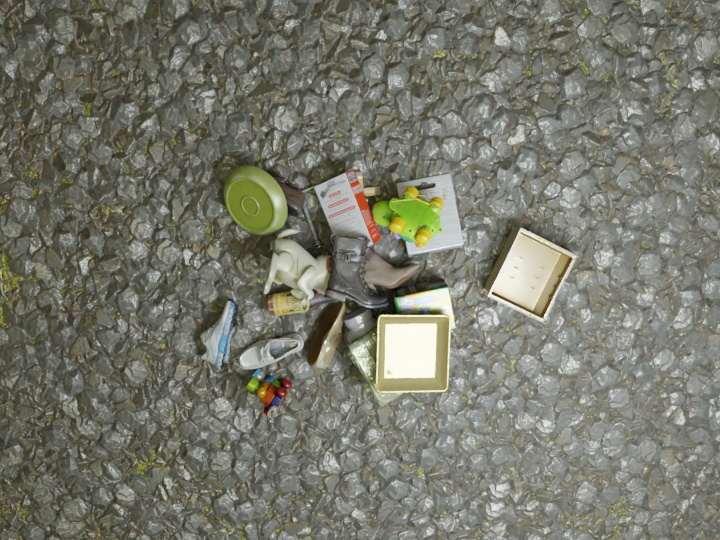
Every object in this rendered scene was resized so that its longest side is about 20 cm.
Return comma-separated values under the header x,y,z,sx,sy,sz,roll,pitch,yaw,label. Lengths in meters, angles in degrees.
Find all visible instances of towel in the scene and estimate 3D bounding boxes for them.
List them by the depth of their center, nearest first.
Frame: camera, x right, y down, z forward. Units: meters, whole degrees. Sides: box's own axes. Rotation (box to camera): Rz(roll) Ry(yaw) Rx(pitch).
x,y,z,sx,sy,sz,roll,pitch,yaw,label
0.065,0.249,1.415,0.147,0.036,0.203,-32,99,-10,towel

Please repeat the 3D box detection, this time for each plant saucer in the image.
x,y,z,sx,sy,sz,roll,pitch,yaw,label
0.134,0.213,1.378,0.195,0.048,0.206,1,95,-7,plant saucer
-0.290,-0.178,1.412,0.195,0.031,0.204,11,123,17,plant saucer

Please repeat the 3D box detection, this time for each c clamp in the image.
x,y,z,sx,sy,sz,roll,pitch,yaw,label
-0.161,-0.124,1.472,0.167,0.027,0.205,-15,98,2,c clamp

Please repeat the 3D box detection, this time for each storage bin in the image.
x,y,z,sx,sy,sz,roll,pitch,yaw,label
0.472,0.013,1.462,0.195,0.094,0.204,24,98,-4,storage bin

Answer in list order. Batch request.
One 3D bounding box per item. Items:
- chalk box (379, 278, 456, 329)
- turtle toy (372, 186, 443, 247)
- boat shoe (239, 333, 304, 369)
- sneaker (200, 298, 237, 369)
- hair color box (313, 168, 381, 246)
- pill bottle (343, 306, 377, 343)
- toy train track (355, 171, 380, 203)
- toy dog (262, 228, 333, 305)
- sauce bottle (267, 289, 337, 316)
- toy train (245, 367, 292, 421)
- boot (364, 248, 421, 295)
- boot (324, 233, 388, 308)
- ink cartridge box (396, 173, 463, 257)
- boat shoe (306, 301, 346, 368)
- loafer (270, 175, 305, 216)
x,y,z,sx,sy,sz,roll,pitch,yaw,label
0.152,0.111,1.461,0.195,0.125,0.127,-13,99,3,chalk box
0.124,-0.137,1.397,0.196,0.102,0.148,23,62,8,turtle toy
-0.260,0.229,1.500,0.196,0.069,0.072,-22,88,1,boat shoe
-0.408,0.175,1.496,0.085,0.075,0.205,17,98,3,sneaker
-0.034,-0.157,1.430,0.109,0.064,0.204,-16,101,31,hair color box
0.029,0.210,1.481,0.110,0.112,0.204,-24,98,4,pill bottle
0.004,-0.171,1.462,0.112,0.033,0.205,-7,100,1,toy train track
-0.151,-0.001,1.427,0.195,0.140,0.198,14,58,-13,toy dog
-0.163,0.083,1.485,0.195,0.066,0.068,-11,99,1,sauce bottle
-0.269,0.341,1.458,0.115,0.200,0.085,36,97,-1,toy train
0.051,-0.008,1.464,0.198,0.070,0.148,-34,78,-4,boot
0.000,0.000,1.382,0.196,0.069,0.179,13,90,-19,boot
0.193,-0.152,1.470,0.158,0.057,0.205,-10,79,2,ink cartridge box
-0.086,0.182,1.505,0.064,0.071,0.204,25,90,-39,boat shoe
-0.233,-0.223,1.438,0.198,0.073,0.072,32,68,3,loafer
